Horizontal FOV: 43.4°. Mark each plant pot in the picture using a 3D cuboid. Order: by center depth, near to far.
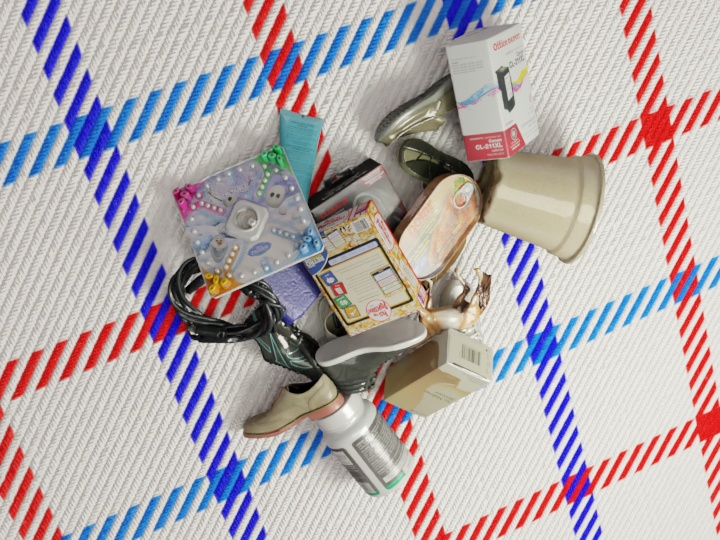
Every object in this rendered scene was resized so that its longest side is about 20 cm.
[{"bbox_3d":[0.306,-0.128,1.606,0.182,0.201,0.202,12,101,-9],"label":"plant pot"}]

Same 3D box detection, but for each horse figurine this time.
[{"bbox_3d":[0.154,0.065,1.604,0.198,0.050,0.134,-14,113,-17],"label":"horse figurine"}]

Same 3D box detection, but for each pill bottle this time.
[{"bbox_3d":[0.002,0.308,1.656,0.113,0.113,0.201,-37,112,-5],"label":"pill bottle"}]

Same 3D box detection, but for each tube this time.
[{"bbox_3d":[-0.109,-0.166,1.513,0.077,0.050,0.202,11,80,-24],"label":"tube"}]

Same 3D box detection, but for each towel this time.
[{"bbox_3d":[-0.142,-0.025,1.541,0.148,0.049,0.200,-49,112,-23],"label":"towel"}]

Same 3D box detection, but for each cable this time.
[{"bbox_3d":[-0.219,0.048,1.507,0.198,0.051,0.165,0,118,15],"label":"cable"}]

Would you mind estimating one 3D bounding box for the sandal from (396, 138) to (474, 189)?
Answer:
[{"bbox_3d":[0.133,-0.171,1.597,0.200,0.057,0.080,33,72,-33],"label":"sandal"}]

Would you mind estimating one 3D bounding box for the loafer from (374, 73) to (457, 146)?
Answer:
[{"bbox_3d":[0.114,-0.267,1.557,0.199,0.075,0.070,-34,107,-6],"label":"loafer"}]

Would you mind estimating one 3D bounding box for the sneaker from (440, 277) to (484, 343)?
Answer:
[{"bbox_3d":[0.203,0.111,1.673,0.074,0.100,0.202,-15,107,-11],"label":"sneaker"}]

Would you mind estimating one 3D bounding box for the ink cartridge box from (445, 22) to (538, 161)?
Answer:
[{"bbox_3d":[0.226,-0.305,1.540,0.146,0.082,0.202,-38,120,-49],"label":"ink cartridge box"}]

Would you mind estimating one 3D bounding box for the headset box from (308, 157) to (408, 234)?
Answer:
[{"bbox_3d":[0.003,-0.085,1.571,0.148,0.077,0.201,-33,113,-6],"label":"headset box"}]

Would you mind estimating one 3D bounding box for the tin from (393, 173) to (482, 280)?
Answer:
[{"bbox_3d":[0.129,-0.078,1.557,0.112,0.042,0.201,42,81,-34],"label":"tin"}]

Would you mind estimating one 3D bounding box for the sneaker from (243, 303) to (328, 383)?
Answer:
[{"bbox_3d":[-0.127,0.139,1.604,0.079,0.076,0.200,-35,110,14],"label":"sneaker"}]

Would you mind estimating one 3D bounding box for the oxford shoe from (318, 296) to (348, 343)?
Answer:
[{"bbox_3d":[-0.025,0.137,1.633,0.075,0.058,0.202,-22,111,-13],"label":"oxford shoe"}]

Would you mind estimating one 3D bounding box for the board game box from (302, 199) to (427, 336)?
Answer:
[{"bbox_3d":[0.000,0.000,1.514,0.150,0.046,0.201,-21,113,23],"label":"board game box"}]

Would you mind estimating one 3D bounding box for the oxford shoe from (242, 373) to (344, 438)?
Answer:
[{"bbox_3d":[-0.130,0.236,1.603,0.199,0.071,0.075,-24,107,13],"label":"oxford shoe"}]

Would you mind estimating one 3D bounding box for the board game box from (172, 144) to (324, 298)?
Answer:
[{"bbox_3d":[-0.184,-0.084,1.457,0.198,0.026,0.201,-24,72,-1],"label":"board game box"}]

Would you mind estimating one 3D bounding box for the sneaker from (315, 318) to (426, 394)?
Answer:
[{"bbox_3d":[0.029,0.152,1.587,0.198,0.071,0.100,-18,127,6],"label":"sneaker"}]

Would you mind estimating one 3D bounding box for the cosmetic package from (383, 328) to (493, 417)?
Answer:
[{"bbox_3d":[0.137,0.188,1.624,0.104,0.200,0.072,24,52,-21],"label":"cosmetic package"}]

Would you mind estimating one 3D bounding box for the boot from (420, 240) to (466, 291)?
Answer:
[{"bbox_3d":[0.126,0.003,1.634,0.200,0.075,0.074,-46,110,-3],"label":"boot"}]
